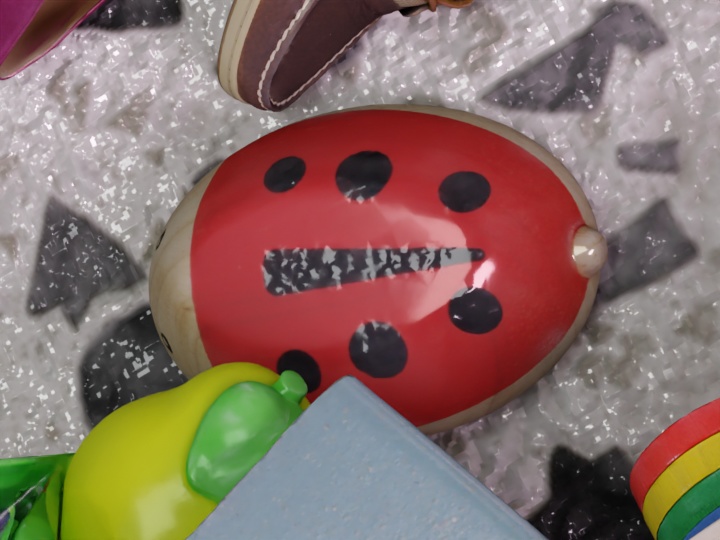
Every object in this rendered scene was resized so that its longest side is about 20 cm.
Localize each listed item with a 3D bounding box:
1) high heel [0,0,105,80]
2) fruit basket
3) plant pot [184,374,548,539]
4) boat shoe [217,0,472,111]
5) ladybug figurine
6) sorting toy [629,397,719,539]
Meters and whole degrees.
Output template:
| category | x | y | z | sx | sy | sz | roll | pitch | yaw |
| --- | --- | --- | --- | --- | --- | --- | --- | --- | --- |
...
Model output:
| category | x | y | z | sx | sy | sz | roll | pitch | yaw |
| --- | --- | --- | --- | --- | --- | --- | --- | --- | --- |
| high heel | -0.079 | -0.142 | 1.205 | 0.199 | 0.067 | 0.097 | -14 | 72 | 37 |
| fruit basket | -0.080 | 0.123 | 1.110 | 0.214 | 0.215 | 0.157 | -11 | 83 | 22 |
| plant pot | 0.022 | 0.200 | 1.024 | 0.199 | 0.197 | 0.196 | 32 | 66 | 29 |
| boat shoe | 0.022 | -0.136 | 1.162 | 0.072 | 0.072 | 0.200 | 42 | 97 | 21 |
| ladybug figurine | 0.000 | 0.000 | 1.161 | 0.199 | 0.072 | 0.137 | -10 | 83 | 22 |
| sorting toy | 0.196 | 0.066 | 1.013 | 0.200 | 0.198 | 0.070 | -37 | 58 | 17 |
